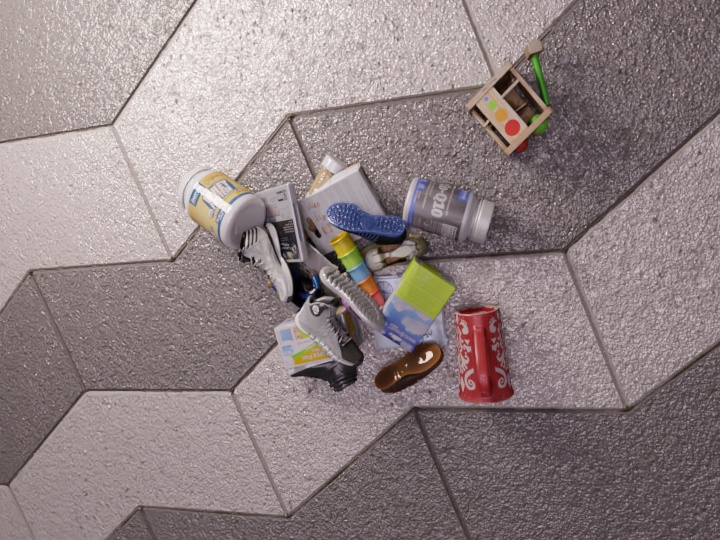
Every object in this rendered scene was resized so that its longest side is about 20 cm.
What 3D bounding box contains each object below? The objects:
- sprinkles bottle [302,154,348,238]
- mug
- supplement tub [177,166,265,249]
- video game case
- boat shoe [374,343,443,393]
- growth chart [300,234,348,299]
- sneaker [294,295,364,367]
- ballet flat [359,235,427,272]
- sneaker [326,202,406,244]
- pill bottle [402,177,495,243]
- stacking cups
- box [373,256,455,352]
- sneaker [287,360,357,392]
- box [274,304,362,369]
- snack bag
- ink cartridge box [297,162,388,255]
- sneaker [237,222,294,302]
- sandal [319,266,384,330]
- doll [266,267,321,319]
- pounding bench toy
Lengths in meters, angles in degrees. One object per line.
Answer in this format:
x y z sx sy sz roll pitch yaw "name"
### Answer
-0.101 -0.183 1.324 0.067 0.068 0.203 32 107 7 "sprinkles bottle"
0.293 0.195 1.240 0.129 0.177 0.207 -8 94 -14 "mug"
-0.351 -0.162 1.343 0.198 0.144 0.148 33 107 22 "supplement tub"
-0.199 -0.113 1.325 0.198 0.023 0.188 0 103 56 "video game case"
0.129 0.251 1.346 0.197 0.070 0.072 -30 48 22 "boat shoe"
-0.112 -0.015 1.345 0.199 0.018 0.145 43 148 2 "growth chart"
-0.060 0.132 1.251 0.197 0.075 0.117 34 118 8 "sneaker"
0.069 -0.039 1.306 0.194 0.071 0.073 -15 96 17 "ballet flat"
0.014 -0.102 1.256 0.194 0.078 0.072 16 69 12 "sneaker"
0.203 -0.135 1.226 0.194 0.114 0.117 16 104 11 "pill bottle"
0.000 0.000 1.305 0.059 0.061 0.203 -28 106 17 "stacking cups"
0.129 0.085 1.286 0.120 0.048 0.203 30 110 -4 "box"
-0.097 0.280 1.405 0.194 0.071 0.102 -17 91 13 "sneaker"
-0.106 0.168 1.372 0.194 0.101 0.116 -15 96 17 "box"
0.120 0.101 1.341 0.194 0.021 0.195 -5 99 16 "snack bag"
-0.048 -0.145 1.301 0.196 0.051 0.164 -22 118 21 "ink cartridge box"
-0.242 -0.008 1.307 0.075 0.113 0.206 -28 80 56 "sneaker"
-0.022 0.071 1.271 0.202 0.082 0.050 45 123 4 "sandal"
-0.154 0.059 1.360 0.197 0.048 0.140 27 101 30 "doll"
0.350 -0.364 1.139 0.200 0.124 0.156 -44 88 18 "pounding bench toy"
